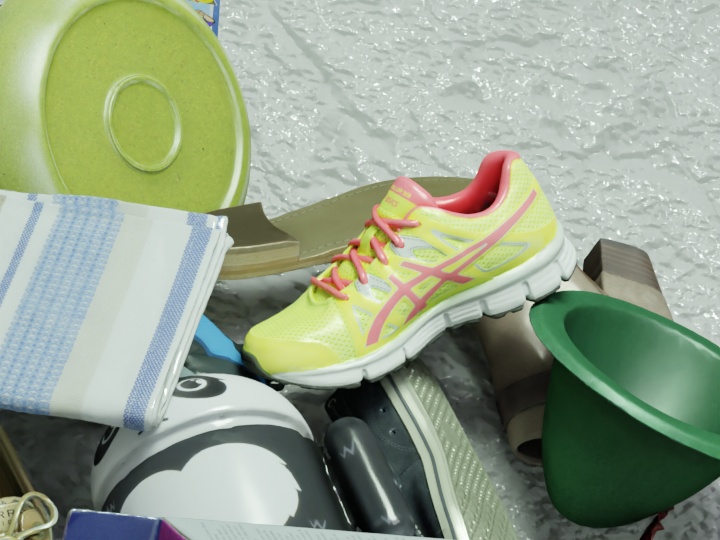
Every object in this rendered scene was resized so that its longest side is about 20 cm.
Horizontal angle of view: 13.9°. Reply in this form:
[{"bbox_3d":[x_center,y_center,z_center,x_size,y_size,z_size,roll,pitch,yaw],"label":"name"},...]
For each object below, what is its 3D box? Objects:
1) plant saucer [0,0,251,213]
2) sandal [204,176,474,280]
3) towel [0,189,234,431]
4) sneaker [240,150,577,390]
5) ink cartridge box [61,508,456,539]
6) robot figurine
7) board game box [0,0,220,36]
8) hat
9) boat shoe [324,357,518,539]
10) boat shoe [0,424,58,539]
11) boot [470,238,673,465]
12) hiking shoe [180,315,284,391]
[{"bbox_3d":[-0.129,-0.080,1.656,0.200,0.031,0.201,12,73,-43],"label":"plant saucer"},{"bbox_3d":[-0.002,-0.003,1.680,0.211,0.070,0.078,-7,28,-20],"label":"sandal"},{"bbox_3d":[-0.177,0.015,1.508,0.199,0.024,0.147,7,47,11],"label":"towel"},{"bbox_3d":[0.018,-0.004,1.605,0.199,0.091,0.078,-27,26,-19],"label":"sneaker"},{"bbox_3d":[-0.055,0.215,1.370,0.199,0.197,0.043,6,16,-22],"label":"ink cartridge box"},{"bbox_3d":[-0.063,0.146,1.478,0.150,0.125,0.201,-2,51,-27],"label":"robot figurine"},{"bbox_3d":[-0.185,-0.158,1.785,0.199,0.035,0.136,14,44,-14],"label":"board game box"},{"bbox_3d":[0.128,0.129,1.633,0.165,0.177,0.200,33,20,16],"label":"hat"},{"bbox_3d":[0.034,0.124,1.593,0.075,0.062,0.200,37,20,-48],"label":"boat shoe"},{"bbox_3d":[-0.201,0.115,1.485,0.073,0.063,0.200,-11,53,-35],"label":"boat shoe"},{"bbox_3d":[0.097,0.042,1.713,0.199,0.070,0.147,7,56,-5],"label":"boot"},{"bbox_3d":[-0.140,0.036,1.601,0.200,0.074,0.087,35,32,-5],"label":"hiking shoe"}]
